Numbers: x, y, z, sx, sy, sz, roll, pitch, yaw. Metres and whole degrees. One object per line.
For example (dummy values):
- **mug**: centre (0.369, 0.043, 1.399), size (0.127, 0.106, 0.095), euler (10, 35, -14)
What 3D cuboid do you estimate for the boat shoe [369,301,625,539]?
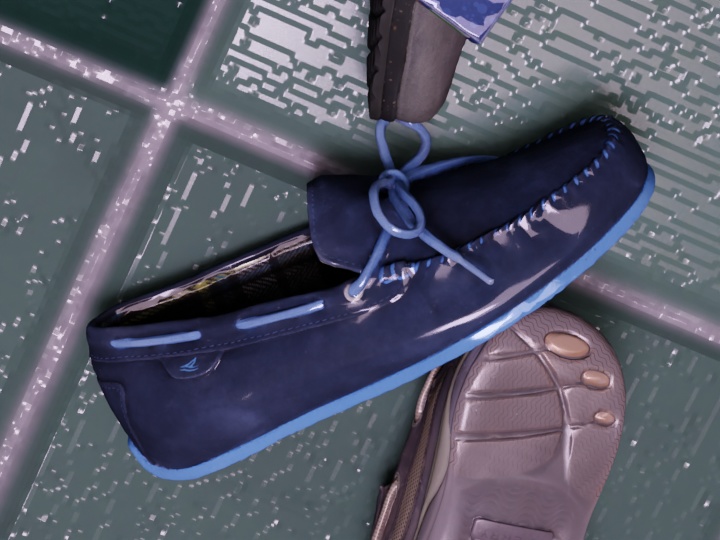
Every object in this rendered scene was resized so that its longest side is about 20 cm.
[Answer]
- **boat shoe**: centre (0.038, 0.102, 0.881), size (0.074, 0.073, 0.200), euler (18, 102, -13)

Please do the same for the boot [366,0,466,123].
- **boot**: centre (0.081, -0.128, 0.811), size (0.130, 0.068, 0.200), euler (15, 104, -6)

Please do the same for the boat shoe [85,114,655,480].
- **boat shoe**: centre (0.000, 0.000, 0.840), size (0.200, 0.084, 0.069), euler (-31, 108, 4)

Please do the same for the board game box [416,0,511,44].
- **board game box**: centre (0.038, -0.186, 0.752), size (0.135, 0.034, 0.200), euler (35, 95, -5)
